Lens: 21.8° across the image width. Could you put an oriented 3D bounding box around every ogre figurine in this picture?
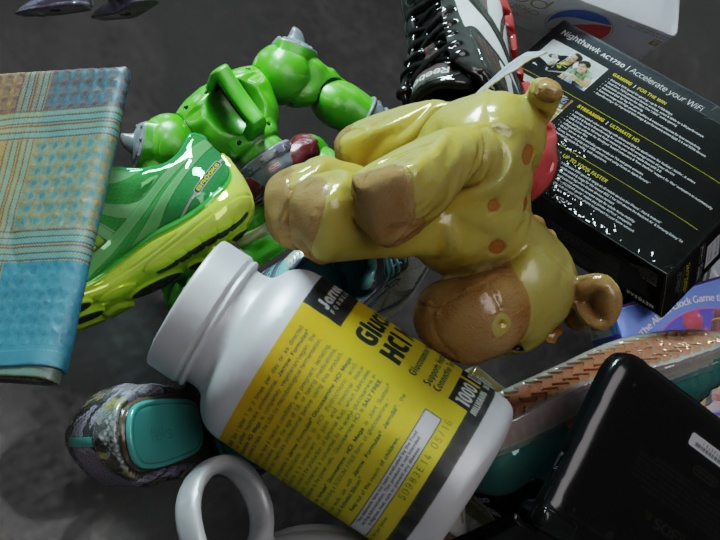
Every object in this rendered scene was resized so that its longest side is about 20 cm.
[{"bbox_3d":[-0.064,-0.074,1.202,0.199,0.098,0.121,-32,94,2],"label":"ogre figurine"}]

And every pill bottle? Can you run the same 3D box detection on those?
[{"bbox_3d":[-0.020,0.072,1.087,0.199,0.113,0.113,33,64,1],"label":"pill bottle"}]

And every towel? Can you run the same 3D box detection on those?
[{"bbox_3d":[-0.216,-0.027,1.106,0.022,0.145,0.202,51,44,-57],"label":"towel"}]

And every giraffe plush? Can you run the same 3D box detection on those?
[{"bbox_3d":[0.063,-0.016,1.121,0.199,0.172,0.163,-29,106,-17],"label":"giraffe plush"}]

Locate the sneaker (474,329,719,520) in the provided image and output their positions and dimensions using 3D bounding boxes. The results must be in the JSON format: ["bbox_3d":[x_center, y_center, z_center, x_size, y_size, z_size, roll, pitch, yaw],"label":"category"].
[{"bbox_3d":[0.157,0.100,1.204,0.198,0.071,0.081,-20,106,-12],"label":"sneaker"}]

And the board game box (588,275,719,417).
[{"bbox_3d":[0.267,0.068,1.291,0.198,0.045,0.136,-15,87,-20],"label":"board game box"}]

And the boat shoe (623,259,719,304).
[{"bbox_3d":[0.210,0.039,1.331,0.056,0.069,0.202,29,68,-16],"label":"boat shoe"}]

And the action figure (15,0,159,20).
[{"bbox_3d":[-0.181,-0.265,1.201,0.129,0.069,0.202,0,87,-47],"label":"action figure"}]

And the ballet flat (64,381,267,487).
[{"bbox_3d":[-0.112,0.096,1.147,0.200,0.071,0.073,4,72,-61],"label":"ballet flat"}]

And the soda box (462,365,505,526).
[{"bbox_3d":[0.121,0.152,1.257,0.200,0.068,0.064,39,64,-13],"label":"soda box"}]

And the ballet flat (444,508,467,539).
[{"bbox_3d":[0.022,0.141,1.192,0.200,0.068,0.072,44,79,-22],"label":"ballet flat"}]

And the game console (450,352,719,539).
[{"bbox_3d":[0.158,0.164,1.179,0.199,0.116,0.177,35,76,-30],"label":"game console"}]

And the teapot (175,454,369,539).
[{"bbox_3d":[-0.024,0.219,1.117,0.195,0.201,0.147,10,45,-4],"label":"teapot"}]

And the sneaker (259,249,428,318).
[{"bbox_3d":[0.000,0.000,1.217,0.200,0.086,0.078,-37,93,-39],"label":"sneaker"}]

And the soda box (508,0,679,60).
[{"bbox_3d":[0.134,-0.216,1.356,0.198,0.068,0.064,16,69,-22],"label":"soda box"}]

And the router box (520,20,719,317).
[{"bbox_3d":[0.172,-0.075,1.290,0.199,0.051,0.149,34,59,26],"label":"router box"}]

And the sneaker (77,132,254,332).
[{"bbox_3d":[-0.162,-0.018,1.137,0.198,0.074,0.084,-26,73,-2],"label":"sneaker"}]

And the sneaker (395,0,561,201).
[{"bbox_3d":[0.062,-0.139,1.226,0.097,0.071,0.202,8,56,-52],"label":"sneaker"}]
